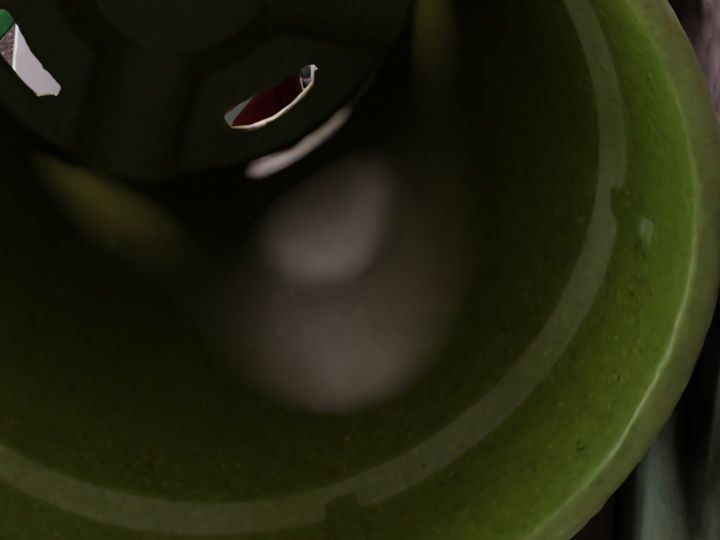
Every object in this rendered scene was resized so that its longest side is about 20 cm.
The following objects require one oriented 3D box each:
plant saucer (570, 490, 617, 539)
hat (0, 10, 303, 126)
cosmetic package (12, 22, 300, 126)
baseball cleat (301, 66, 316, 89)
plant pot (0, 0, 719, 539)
[{"bbox_3d":[0.041,0.025,0.736,0.200,0.029,0.201,178,90,-84],"label":"plant saucer"},{"bbox_3d":[-0.021,-0.108,0.868,0.200,0.175,0.166,-54,19,38],"label":"hat"},{"bbox_3d":[-0.072,-0.084,0.957,0.074,0.101,0.201,-15,-69,-85],"label":"cosmetic package"},{"bbox_3d":[-0.026,-0.069,1.114,0.107,0.069,0.201,120,142,-50],"label":"baseball cleat"},{"bbox_3d":[-0.035,-0.042,0.616,0.184,0.199,0.201,-108,18,-60],"label":"plant pot"}]
